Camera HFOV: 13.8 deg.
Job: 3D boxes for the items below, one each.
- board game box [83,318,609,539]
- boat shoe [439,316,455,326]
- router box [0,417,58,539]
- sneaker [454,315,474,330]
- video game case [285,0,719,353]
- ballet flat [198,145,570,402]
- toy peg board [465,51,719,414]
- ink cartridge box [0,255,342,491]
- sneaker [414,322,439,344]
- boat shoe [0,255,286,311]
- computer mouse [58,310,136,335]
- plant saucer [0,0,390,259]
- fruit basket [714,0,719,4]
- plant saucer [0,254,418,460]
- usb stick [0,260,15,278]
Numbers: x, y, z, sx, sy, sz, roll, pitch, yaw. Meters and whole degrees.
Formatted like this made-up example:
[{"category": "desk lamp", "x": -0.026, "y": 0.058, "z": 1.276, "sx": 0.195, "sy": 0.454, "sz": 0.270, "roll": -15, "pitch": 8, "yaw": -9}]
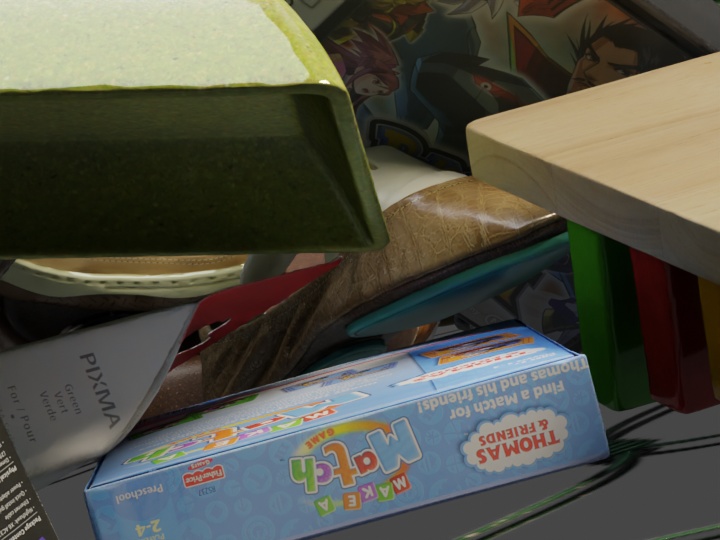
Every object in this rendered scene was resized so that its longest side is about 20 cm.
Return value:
[{"category": "board game box", "x": -0.008, "y": 0.054, "z": 0.953, "sx": 0.151, "sy": 0.037, "sz": 0.200, "roll": -15, "pitch": 2, "yaw": -2}, {"category": "boat shoe", "x": -0.001, "y": 0.003, "z": 1.512, "sx": 0.201, "sy": 0.072, "sz": 0.066, "roll": -21, "pitch": 10, "yaw": -19}, {"category": "router box", "x": -0.193, "y": 0.043, "z": 0.872, "sx": 0.200, "sy": 0.158, "sz": 0.052, "roll": -13, "pitch": 17, "yaw": 43}, {"category": "sneaker", "x": 0.071, "y": -0.017, "z": 1.401, "sx": 0.074, "sy": 0.089, "sz": 0.200, "roll": -16, "pitch": 2, "yaw": -1}, {"category": "video game case", "x": 0.046, "y": -0.058, "z": 1.067, "sx": 0.181, "sy": 0.200, "sz": 0.026, "roll": -39, "pitch": 24, "yaw": 44}, {"category": "ballet flat", "x": 0.000, "y": 0.000, "z": 1.079, "sx": 0.068, "sy": 0.072, "sz": 0.200, "roll": -12, "pitch": -17, "yaw": -40}, {"category": "toy peg board", "x": 0.168, "y": -0.007, "z": 0.929, "sx": 0.200, "sy": 0.098, "sz": 0.199, "roll": -17, "pitch": 19, "yaw": -20}, {"category": "ink cartridge box", "x": -0.114, "y": 0.061, "z": 1.001, "sx": 0.200, "sy": 0.050, "sz": 0.161, "roll": -13, "pitch": -12, "yaw": -41}, {"category": "sneaker", "x": -0.062, "y": 0.028, "z": 1.336, "sx": 0.200, "sy": 0.073, "sz": 0.085, "roll": -14, "pitch": 1, "yaw": -1}, {"category": "boat shoe", "x": -0.126, "y": -0.027, "z": 1.225, "sx": 0.200, "sy": 0.076, "sz": 0.072, "roll": 3, "pitch": 8, "yaw": 19}, {"category": "computer mouse", "x": -0.146, "y": 0.068, "z": 1.134, "sx": 0.059, "sy": 0.034, "sz": 0.200, "roll": -2, "pitch": 23, "yaw": 42}, {"category": "plant saucer", "x": -0.096, "y": -0.049, "z": 0.925, "sx": 0.199, "sy": 0.048, "sz": 0.200, "roll": -1, "pitch": -13, "yaw": 4}, {"category": "fruit basket", "x": 0.146, "y": -0.069, "z": 1.292, "sx": 0.185, "sy": 0.094, "sz": 0.200, "roll": -16, "pitch": 45, "yaw": -30}, {"category": "plant saucer", "x": -0.075, "y": 0.016, "z": 1.265, "sx": 0.200, "sy": 0.035, "sz": 0.200, "roll": -6, "pitch": 26, "yaw": 3}, {"category": "usb stick", "x": -0.180, "y": 0.026, "z": 1.124, "sx": 0.055, "sy": 0.033, "sz": 0.200, "roll": -2, "pitch": 33, "yaw": 26}]
